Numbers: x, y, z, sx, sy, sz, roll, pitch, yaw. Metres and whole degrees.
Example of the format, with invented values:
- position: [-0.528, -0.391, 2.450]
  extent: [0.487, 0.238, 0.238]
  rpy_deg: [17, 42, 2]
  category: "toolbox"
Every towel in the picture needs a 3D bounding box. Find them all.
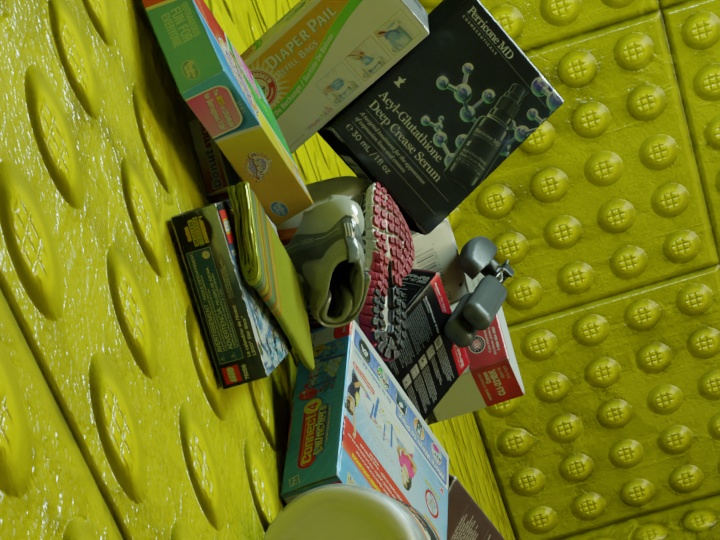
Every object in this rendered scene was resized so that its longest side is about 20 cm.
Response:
- position: [-0.070, 0.009, 1.349]
  extent: [0.200, 0.018, 0.086]
  rpy_deg: [65, 16, -64]
  category: "towel"

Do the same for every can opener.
- position: [0.115, 0.023, 1.708]
  extent: [0.066, 0.053, 0.200]
  rpy_deg: [42, 20, -5]
  category: "can opener"

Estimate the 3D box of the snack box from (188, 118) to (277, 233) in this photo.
- position: [-0.112, -0.074, 1.527]
  extent: [0.200, 0.024, 0.072]
  rpy_deg: [55, 19, -72]
  category: "snack box"

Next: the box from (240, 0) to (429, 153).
- position: [-0.038, -0.219, 1.682]
  extent: [0.101, 0.200, 0.113]
  rpy_deg: [47, 14, -12]
  category: "box"

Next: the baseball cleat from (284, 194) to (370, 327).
- position: [-0.044, 0.016, 1.498]
  extent: [0.200, 0.070, 0.107]
  rpy_deg: [117, -31, -59]
  category: "baseball cleat"

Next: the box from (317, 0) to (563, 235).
- position: [0.078, -0.159, 1.708]
  extent: [0.148, 0.200, 0.107]
  rpy_deg: [47, -5, -13]
  category: "box"

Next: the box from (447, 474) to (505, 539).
- position: [0.075, 0.274, 1.689]
  extent: [0.100, 0.075, 0.200]
  rpy_deg: [-60, 150, -17]
  category: "box"

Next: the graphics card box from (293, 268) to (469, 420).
- position: [0.025, 0.106, 1.646]
  extent: [0.200, 0.051, 0.126]
  rpy_deg: [-50, 134, -36]
  category: "graphics card box"

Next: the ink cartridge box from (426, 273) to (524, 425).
- position: [0.070, 0.095, 1.914]
  extent: [0.084, 0.200, 0.145]
  rpy_deg: [60, 14, -51]
  category: "ink cartridge box"

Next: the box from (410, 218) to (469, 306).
- position: [0.020, -0.008, 1.829]
  extent: [0.200, 0.078, 0.095]
  rpy_deg: [6, -61, 56]
  category: "box"

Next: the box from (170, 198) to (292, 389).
- position: [-0.098, 0.011, 1.343]
  extent: [0.200, 0.040, 0.137]
  rpy_deg: [-45, 119, -84]
  category: "box"

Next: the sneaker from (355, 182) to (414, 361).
- position: [0.000, 0.000, 1.599]
  extent: [0.081, 0.075, 0.200]
  rpy_deg: [49, 37, -41]
  category: "sneaker"

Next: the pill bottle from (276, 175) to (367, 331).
- position: [-0.020, 0.014, 1.715]
  extent: [0.113, 0.113, 0.200]
  rpy_deg: [-87, 160, -73]
  category: "pill bottle"

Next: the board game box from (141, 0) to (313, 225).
- position: [-0.115, -0.151, 1.418]
  extent: [0.153, 0.040, 0.200]
  rpy_deg: [65, 5, 36]
  category: "board game box"

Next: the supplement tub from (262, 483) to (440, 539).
- position: [0.000, 0.226, 1.260]
  extent: [0.200, 0.122, 0.123]
  rpy_deg: [53, 21, -76]
  category: "supplement tub"

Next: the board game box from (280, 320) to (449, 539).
- position: [0.010, 0.180, 1.479]
  extent: [0.200, 0.056, 0.196]
  rpy_deg: [56, 24, -32]
  category: "board game box"
